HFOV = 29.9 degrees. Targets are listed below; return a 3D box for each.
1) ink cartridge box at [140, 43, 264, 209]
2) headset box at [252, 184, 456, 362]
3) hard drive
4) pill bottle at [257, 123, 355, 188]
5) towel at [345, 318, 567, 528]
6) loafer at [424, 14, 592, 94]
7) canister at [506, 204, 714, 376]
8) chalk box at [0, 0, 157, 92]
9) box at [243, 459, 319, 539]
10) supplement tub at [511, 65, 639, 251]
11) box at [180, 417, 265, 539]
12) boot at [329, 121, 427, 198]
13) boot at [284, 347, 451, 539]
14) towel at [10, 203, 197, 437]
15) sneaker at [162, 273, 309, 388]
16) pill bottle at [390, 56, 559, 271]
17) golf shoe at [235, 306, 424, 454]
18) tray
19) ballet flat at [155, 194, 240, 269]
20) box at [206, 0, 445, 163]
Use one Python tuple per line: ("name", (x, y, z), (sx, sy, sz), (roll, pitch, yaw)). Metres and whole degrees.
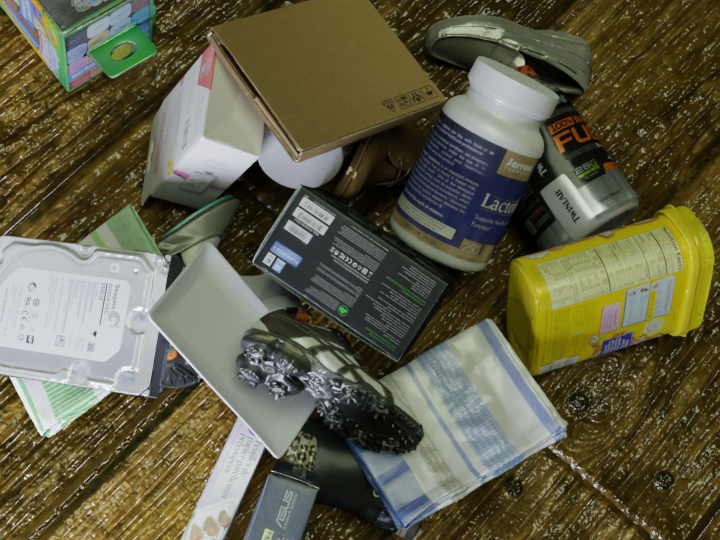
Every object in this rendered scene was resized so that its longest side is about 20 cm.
("ink cartridge box", (-0.164, -0.141, 1.406), (0.067, 0.200, 0.117), (15, 66, -23))
("headset box", (0.000, 0.000, 1.368), (0.174, 0.200, 0.093), (34, 95, 4))
("hard drive", (-0.279, 0.043, 1.323), (0.199, 0.038, 0.141), (7, 84, 16))
("pill bottle", (-0.054, -0.179, 1.427), (0.119, 0.120, 0.201), (12, 40, -4))
("towel", (0.087, 0.148, 1.334), (0.199, 0.024, 0.147), (-28, 69, -13))
("loafer", (0.172, -0.245, 1.556), (0.198, 0.070, 0.070), (7, 60, -7))
("canister", (0.259, 0.024, 1.426), (0.199, 0.149, 0.087), (-16, 47, -13))
("chalk box", (-0.302, -0.291, 1.469), (0.124, 0.124, 0.200), (-34, 79, -20))
("box", (-0.091, 0.279, 1.238), (0.051, 0.158, 0.201), (19, 86, -1))
("supplement tub", (0.204, -0.118, 1.483), (0.122, 0.123, 0.201), (-30, 76, -18))
("box", (-0.142, 0.236, 1.337), (0.038, 0.041, 0.201), (24, 68, 1))
("boot", (0.028, -0.119, 1.446), (0.075, 0.074, 0.200), (40, 33, -1))
("boot", (0.008, 0.158, 1.375), (0.153, 0.074, 0.205), (14, 66, 0))
("towel", (-0.272, 0.052, 1.349), (0.199, 0.023, 0.153), (-36, 75, 10))
("sneaker", (-0.155, 0.054, 1.398), (0.199, 0.076, 0.092), (-14, 43, -4))
("pill bottle", (0.119, -0.110, 1.394), (0.115, 0.116, 0.201), (25, 107, 1))
("golf shoe", (-0.019, 0.099, 1.304), (0.199, 0.078, 0.095), (32, 41, -4))
("tray", (-0.119, 0.080, 1.319), (0.200, 0.022, 0.108), (50, 52, -20))
("ballet flat", (-0.202, -0.006, 1.410), (0.199, 0.067, 0.064), (-30, 83, -12))
("box", (-0.032, -0.201, 1.351), (0.199, 0.021, 0.164), (-24, 70, -37))
